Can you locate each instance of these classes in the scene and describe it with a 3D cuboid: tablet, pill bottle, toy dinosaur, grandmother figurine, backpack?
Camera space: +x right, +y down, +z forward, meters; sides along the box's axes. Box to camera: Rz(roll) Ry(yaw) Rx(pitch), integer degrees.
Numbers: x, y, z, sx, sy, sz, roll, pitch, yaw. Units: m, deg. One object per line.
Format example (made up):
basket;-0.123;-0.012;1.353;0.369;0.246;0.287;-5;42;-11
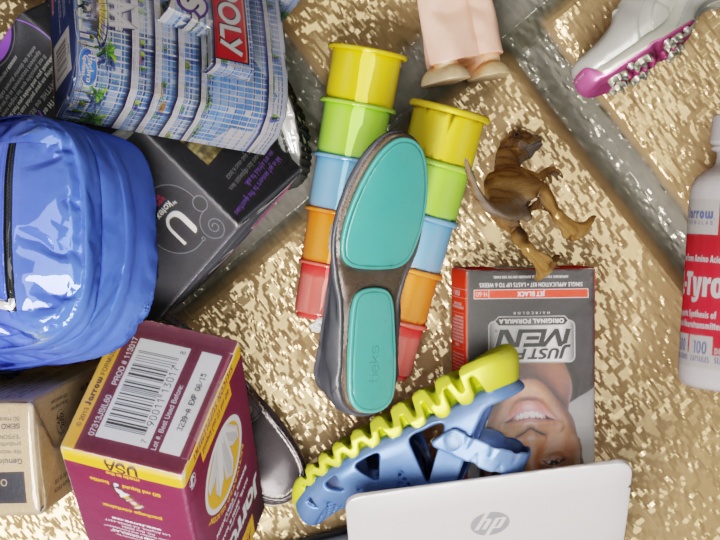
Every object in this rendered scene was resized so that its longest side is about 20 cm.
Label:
tablet;0.090;0.186;1.172;0.198;0.014;0.131;-7;137;-3
pill bottle;0.295;-0.012;1.222;0.111;0.112;0.202;3;91;-7
toy dinosaur;0.106;-0.046;1.166;0.106;0.200;0.060;43;110;-4
grandmother figurine;0.058;-0.238;1.215;0.121;0.060;0.202;-8;90;-35
backpack;-0.233;-0.011;1.020;0.198;0.168;0.164;-3;87;21

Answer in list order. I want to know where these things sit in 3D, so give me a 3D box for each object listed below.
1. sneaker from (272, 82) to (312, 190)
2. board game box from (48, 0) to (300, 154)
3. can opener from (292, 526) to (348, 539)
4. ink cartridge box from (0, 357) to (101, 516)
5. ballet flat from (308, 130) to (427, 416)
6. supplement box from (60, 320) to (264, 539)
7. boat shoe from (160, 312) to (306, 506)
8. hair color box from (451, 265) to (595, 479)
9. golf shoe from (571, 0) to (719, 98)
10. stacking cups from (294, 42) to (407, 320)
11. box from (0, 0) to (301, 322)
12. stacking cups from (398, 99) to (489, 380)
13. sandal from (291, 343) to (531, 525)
sneaker;-0.096;-0.144;1.188;0.080;0.074;0.201;-24;81;0
board game box;-0.103;-0.184;1.093;0.199;0.062;0.201;7;62;-30
can opener;-0.060;0.207;1.212;0.198;0.053;0.067;-8;94;-7
ink cartridge box;-0.260;0.107;1.095;0.163;0.200;0.076;-4;95;8
ballet flat;0.000;0.000;1.159;0.072;0.073;0.202;6;97;-7
supplement box;-0.127;0.140;1.111;0.085;0.201;0.111;12;52;12
boat shoe;-0.114;0.096;1.195;0.072;0.065;0.200;-41;97;-7
hair color box;0.120;0.098;1.228;0.101;0.061;0.202;-1;93;-8
golf shoe;0.225;-0.210;1.235;0.200;0.075;0.092;-39;81;-7
stacking cups;-0.009;-0.062;1.213;0.060;0.061;0.202;8;95;-7
box;-0.161;-0.082;1.131;0.200;0.106;0.122;45;124;0
stacking cups;0.045;-0.020;1.213;0.060;0.061;0.202;11;94;-8
sandal;0.040;0.134;1.169;0.199;0.079;0.087;-31;86;19
